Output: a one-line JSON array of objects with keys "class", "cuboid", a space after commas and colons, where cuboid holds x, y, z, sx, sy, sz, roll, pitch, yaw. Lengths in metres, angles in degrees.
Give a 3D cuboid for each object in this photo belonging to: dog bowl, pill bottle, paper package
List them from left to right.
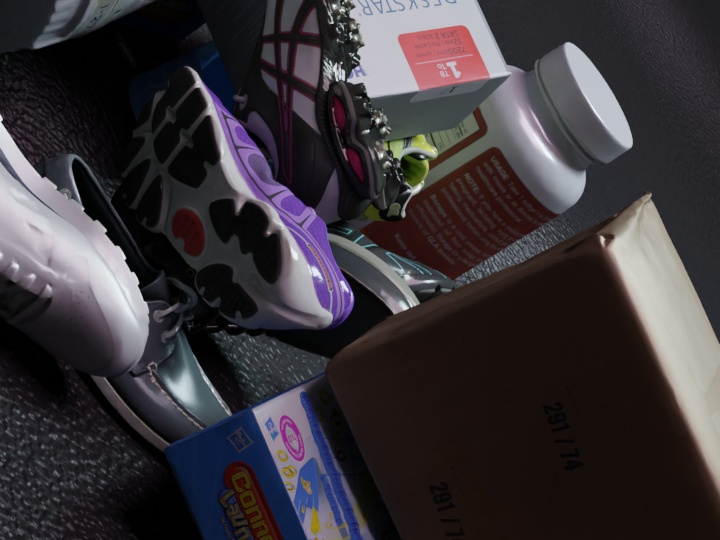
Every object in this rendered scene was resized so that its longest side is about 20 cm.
[{"class": "dog bowl", "cuboid": [-0.081, -0.103, 1.810, 0.112, 0.050, 0.200, 54, 19, -1]}, {"class": "pill bottle", "cuboid": [0.081, -0.069, 1.892, 0.112, 0.200, 0.112, 50, 20, -26]}, {"class": "paper package", "cuboid": [0.105, 0.093, 1.463, 0.201, 0.190, 0.103, 64, 25, -3]}]

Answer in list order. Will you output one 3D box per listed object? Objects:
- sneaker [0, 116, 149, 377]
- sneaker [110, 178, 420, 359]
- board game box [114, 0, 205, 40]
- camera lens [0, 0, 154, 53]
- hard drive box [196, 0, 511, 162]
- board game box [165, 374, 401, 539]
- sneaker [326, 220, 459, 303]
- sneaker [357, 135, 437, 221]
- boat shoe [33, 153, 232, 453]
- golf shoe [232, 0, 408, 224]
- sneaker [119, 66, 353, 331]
[{"class": "sneaker", "cuboid": [-0.192, -0.015, 1.416, 0.200, 0.076, 0.081, 47, 32, -7]}, {"class": "sneaker", "cuboid": [-0.063, 0.019, 1.589, 0.199, 0.075, 0.106, 25, 30, 0]}, {"class": "board game box", "cuboid": [-0.190, -0.258, 1.802, 0.196, 0.056, 0.201, 9, 49, -63]}, {"class": "camera lens", "cuboid": [-0.158, -0.226, 1.592, 0.200, 0.160, 0.160, -32, 86, -44]}, {"class": "hard drive box", "cuboid": [-0.020, -0.181, 1.731, 0.155, 0.077, 0.201, -13, 72, -37]}, {"class": "board game box", "cuboid": [-0.007, 0.158, 1.490, 0.197, 0.056, 0.200, 66, 21, 1]}, {"class": "sneaker", "cuboid": [0.000, 0.000, 1.795, 0.200, 0.075, 0.079, 15, 42, -61]}, {"class": "sneaker", "cuboid": [0.012, -0.080, 1.814, 0.076, 0.076, 0.200, 24, 31, 3]}, {"class": "boat shoe", "cuboid": [-0.123, 0.023, 1.500, 0.200, 0.062, 0.073, 52, 18, -11]}, {"class": "golf shoe", "cuboid": [-0.039, -0.119, 1.599, 0.077, 0.088, 0.201, 49, 24, -62]}, {"class": "sneaker", "cuboid": [-0.069, -0.031, 1.538, 0.083, 0.081, 0.200, 19, 30, -45]}]
